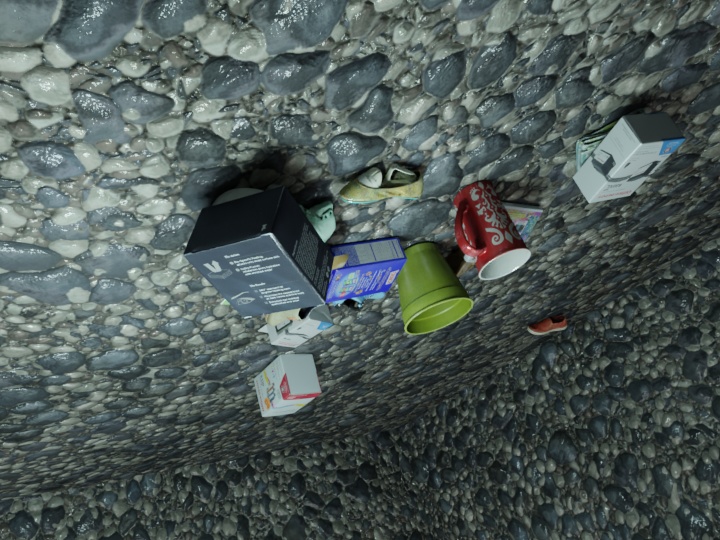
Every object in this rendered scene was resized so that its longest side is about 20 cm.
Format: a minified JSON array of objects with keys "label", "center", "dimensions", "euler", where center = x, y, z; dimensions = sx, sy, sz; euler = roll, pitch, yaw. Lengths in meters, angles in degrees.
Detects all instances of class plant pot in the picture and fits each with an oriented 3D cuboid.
[{"label":"plant pot","center":[0.179,0.039,1.553],"dimensions":[0.195,0.197,0.202],"euler":[-17,155,-8]},{"label":"plant pot","center":[-0.117,-0.001,1.279],"dimensions":[0.194,0.028,0.200],"euler":[-15,180,0]}]

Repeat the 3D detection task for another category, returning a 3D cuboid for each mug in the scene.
[{"label":"mug","center":[0.296,-0.106,1.347],"dimensions":[0.131,0.205,0.177],"euler":[-28,153,20]}]

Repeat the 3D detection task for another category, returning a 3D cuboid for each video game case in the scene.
[{"label":"video game case","center":[0.394,-0.100,1.572],"dimensions":[0.196,0.024,0.185],"euler":[0,127,-37]}]

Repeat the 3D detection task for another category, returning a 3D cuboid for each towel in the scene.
[{"label":"towel","center":[0.613,-0.293,1.395],"dimensions":[0.168,0.049,0.200],"euler":[-25,155,12]}]

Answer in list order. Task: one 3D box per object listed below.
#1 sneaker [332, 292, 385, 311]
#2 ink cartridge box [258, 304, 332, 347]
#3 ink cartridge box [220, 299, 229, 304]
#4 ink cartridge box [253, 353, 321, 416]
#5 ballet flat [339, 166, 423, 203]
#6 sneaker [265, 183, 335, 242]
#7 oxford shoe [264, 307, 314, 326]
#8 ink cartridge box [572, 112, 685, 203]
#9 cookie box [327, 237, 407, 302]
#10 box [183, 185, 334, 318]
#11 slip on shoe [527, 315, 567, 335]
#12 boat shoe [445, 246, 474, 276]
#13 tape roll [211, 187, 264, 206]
[{"label":"sneaker","center":[-0.010,0.077,1.607],"dimensions":[0.196,0.092,0.078],"euler":[-2,150,-36]},{"label":"ink cartridge box","center":[-0.192,0.167,1.674],"dimensions":[0.198,0.069,0.115],"euler":[-33,152,25]},{"label":"ink cartridge box","center":[-0.231,0.032,1.403],"dimensions":[0.196,0.049,0.145],"euler":[5,144,-42]},{"label":"ink cartridge box","center":[-0.257,0.401,1.995],"dimensions":[0.142,0.148,0.200],"euler":[4,145,-41]},{"label":"ballet flat","center":[0.048,-0.182,1.184],"dimensions":[0.195,0.072,0.071],"euler":[-6,152,-27]},{"label":"sneaker","center":[-0.118,-0.126,1.179],"dimensions":[0.119,0.073,0.202],"euler":[-50,140,-21]},{"label":"oxford shoe","center":[-0.188,0.110,1.557],"dimensions":[0.199,0.075,0.070],"euler":[-37,150,31]},{"label":"ink cartridge box","center":[0.612,-0.257,1.315],"dimensions":[0.141,0.085,0.201],"euler":[-11,152,-23]},{"label":"cookie box","center":[0.000,0.000,1.480],"dimensions":[0.195,0.077,0.172],"euler":[-9,152,-23]},{"label":"box","center":[-0.179,-0.027,1.053],"dimensions":[0.192,0.120,0.201],"euler":[-10,138,25]},{"label":"slip on shoe","center":[0.865,0.249,2.647],"dimensions":[0.194,0.075,0.063],"euler":[-10,120,-7]},{"label":"boat shoe","center":[0.303,-0.028,1.654],"dimensions":[0.067,0.075,0.201],"euler":[1,147,-27]},{"label":"tape roll","center":[-0.205,-0.075,1.124],"dimensions":[0.196,0.038,0.206],"euler":[7,141,5]}]
